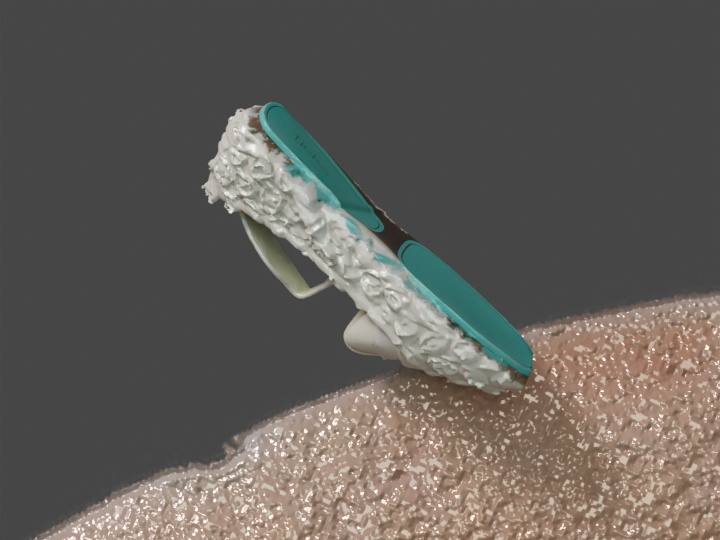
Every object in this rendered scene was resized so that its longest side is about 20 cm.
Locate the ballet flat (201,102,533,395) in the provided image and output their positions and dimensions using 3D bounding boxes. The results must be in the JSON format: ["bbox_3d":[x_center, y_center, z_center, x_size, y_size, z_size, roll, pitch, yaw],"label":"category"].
[{"bbox_3d":[0.000,0.000,1.209,0.200,0.072,0.072,45,81,5],"label":"ballet flat"}]
